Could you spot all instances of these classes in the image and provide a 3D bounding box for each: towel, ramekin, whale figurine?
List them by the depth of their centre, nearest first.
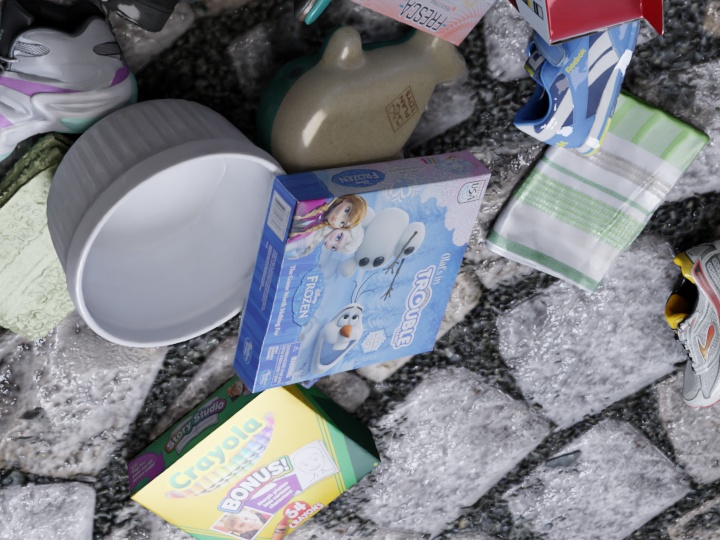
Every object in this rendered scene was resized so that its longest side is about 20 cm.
[{"bbox_3d":[-0.161,-0.045,1.126,0.199,0.105,0.201,-23,141,-21],"label":"ramekin"},{"bbox_3d":[-0.003,-0.150,1.171,0.200,0.104,0.159,-41,137,-15],"label":"whale figurine"},{"bbox_3d":[-0.274,-0.027,1.199,0.200,0.037,0.148,-43,134,17],"label":"towel"},{"bbox_3d":[0.229,-0.076,1.328,0.149,0.031,0.200,20,119,-30],"label":"towel"}]

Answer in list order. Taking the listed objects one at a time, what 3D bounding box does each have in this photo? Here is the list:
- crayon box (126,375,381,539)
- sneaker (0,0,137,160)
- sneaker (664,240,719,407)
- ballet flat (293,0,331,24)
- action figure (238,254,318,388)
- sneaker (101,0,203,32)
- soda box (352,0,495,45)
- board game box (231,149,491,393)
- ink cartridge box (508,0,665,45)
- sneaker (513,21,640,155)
[{"bbox_3d":[-0.109,0.199,1.417,0.200,0.058,0.172,-39,128,14],"label":"crayon box"},{"bbox_3d":[-0.284,-0.164,1.078,0.199,0.078,0.140,-20,129,-13],"label":"sneaker"},{"bbox_3d":[0.355,0.056,1.448,0.082,0.078,0.201,-6,119,-7],"label":"sneaker"},{"bbox_3d":[0.002,-0.286,1.074,0.068,0.068,0.200,44,96,-3],"label":"ballet flat"},{"bbox_3d":[-0.017,-0.001,1.291,0.200,0.104,0.194,-40,140,-18],"label":"action figure"},{"bbox_3d":[-0.179,-0.255,1.046,0.199,0.060,0.104,27,112,-35],"label":"sneaker"},{"bbox_3d":[0.037,-0.231,1.043,0.068,0.064,0.200,-49,159,18],"label":"soda box"},{"bbox_3d":[0.000,0.000,1.181,0.198,0.043,0.201,-12,133,-34],"label":"board game box"},{"bbox_3d":[0.154,-0.284,1.032,0.083,0.176,0.201,-16,121,-4],"label":"ink cartridge box"},{"bbox_3d":[0.190,-0.195,1.195,0.082,0.074,0.201,8,118,-7],"label":"sneaker"}]
